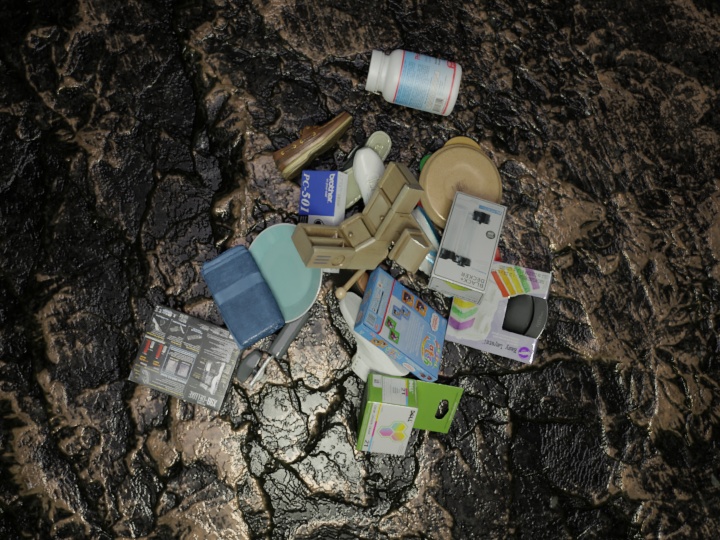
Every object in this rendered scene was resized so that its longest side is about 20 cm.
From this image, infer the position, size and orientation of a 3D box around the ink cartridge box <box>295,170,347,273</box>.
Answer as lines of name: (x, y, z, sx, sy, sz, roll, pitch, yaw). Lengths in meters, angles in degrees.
ink cartridge box: (-0.083, -0.102, 1.182, 0.092, 0.044, 0.207, 5, 90, 29)

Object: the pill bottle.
pill bottle: (0.113, -0.413, 1.235, 0.194, 0.109, 0.112, 12, 83, -5)

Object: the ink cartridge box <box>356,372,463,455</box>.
ink cartridge box: (0.098, 0.294, 1.135, 0.194, 0.077, 0.151, 9, 126, -3)

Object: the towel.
towel: (-0.239, 0.051, 1.154, 0.110, 0.049, 0.203, -27, 69, -12)

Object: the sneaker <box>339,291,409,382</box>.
sneaker: (0.001, 0.150, 1.157, 0.202, 0.115, 0.073, 53, 40, 0)

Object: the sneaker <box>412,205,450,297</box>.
sneaker: (0.142, -0.031, 1.221, 0.079, 0.076, 0.204, -27, 92, 16)

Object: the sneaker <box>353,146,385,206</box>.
sneaker: (0.037, -0.155, 1.184, 0.069, 0.080, 0.205, -17, 108, -8)

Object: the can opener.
can opener: (-0.179, 0.156, 1.174, 0.066, 0.053, 0.201, 38, 82, 1)

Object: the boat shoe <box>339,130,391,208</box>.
boat shoe: (-0.009, -0.212, 1.230, 0.071, 0.068, 0.202, 36, 95, -24)

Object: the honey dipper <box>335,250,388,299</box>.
honey dipper: (0.000, 0.000, 1.154, 0.038, 0.038, 0.200, 45, 40, 0)

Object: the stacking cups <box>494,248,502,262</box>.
stacking cups: (0.297, 0.044, 1.227, 0.059, 0.061, 0.206, -13, 85, -6)

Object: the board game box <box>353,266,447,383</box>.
board game box: (0.086, 0.110, 1.147, 0.198, 0.036, 0.153, 37, 45, -17)

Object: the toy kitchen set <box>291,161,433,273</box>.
toy kitchen set: (0.012, -0.072, 1.036, 0.177, 0.202, 0.165, 1, 45, -39)

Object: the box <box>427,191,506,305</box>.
box: (0.216, -0.046, 1.147, 0.114, 0.060, 0.204, 19, 67, 6)

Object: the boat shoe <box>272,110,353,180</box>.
boat shoe: (-0.102, -0.281, 1.219, 0.199, 0.072, 0.068, -40, 90, -6)

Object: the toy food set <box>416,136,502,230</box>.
toy food set: (0.214, -0.180, 1.250, 0.196, 0.049, 0.202, -36, 89, -8)

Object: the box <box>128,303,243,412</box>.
box: (-0.347, 0.176, 1.157, 0.195, 0.050, 0.162, 19, 83, -2)

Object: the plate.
plate: (-0.158, 0.006, 1.175, 0.195, 0.025, 0.207, -3, 83, 25)

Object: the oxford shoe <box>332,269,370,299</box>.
oxford shoe: (0.000, 0.029, 1.209, 0.070, 0.071, 0.203, -27, 84, -38)

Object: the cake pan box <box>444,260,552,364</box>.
cake pan box: (0.288, 0.079, 1.177, 0.195, 0.052, 0.190, 15, 93, 24)
